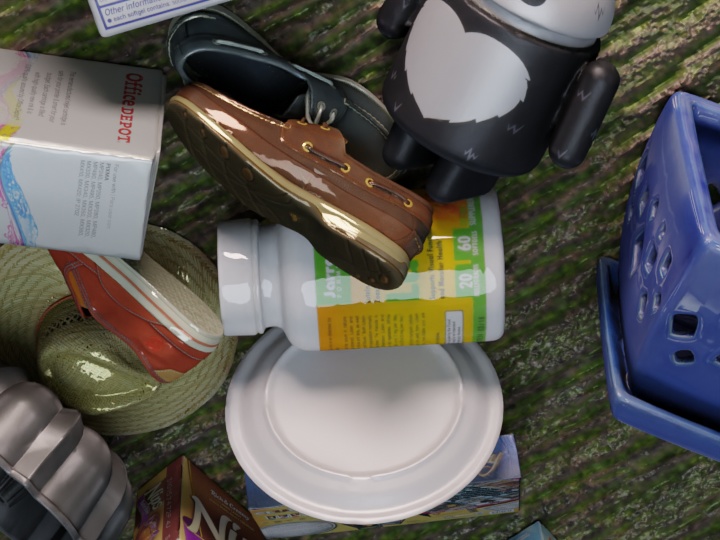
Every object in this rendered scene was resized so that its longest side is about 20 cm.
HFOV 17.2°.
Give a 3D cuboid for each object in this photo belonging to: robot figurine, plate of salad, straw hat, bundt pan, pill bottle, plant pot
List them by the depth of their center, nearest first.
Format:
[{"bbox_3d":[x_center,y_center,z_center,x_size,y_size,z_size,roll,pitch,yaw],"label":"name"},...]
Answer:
[{"bbox_3d":[0.090,-0.144,1.606,0.150,0.125,0.200,22,115,-13],"label":"robot figurine"},{"bbox_3d":[0.273,0.023,1.670,0.199,0.200,0.180,20,123,-13],"label":"plant pot"},{"bbox_3d":[0.000,0.000,1.689,0.199,0.111,0.111,-3,119,0],"label":"pill bottle"},{"bbox_3d":[0.003,0.103,1.707,0.199,0.201,0.048,-3,140,-1],"label":"plate of salad"},{"bbox_3d":[-0.243,0.134,1.726,0.076,0.202,0.202,-49,115,-20],"label":"bundt pan"},{"bbox_3d":[-0.189,0.062,1.731,0.200,0.085,0.202,-1,118,-1],"label":"straw hat"}]

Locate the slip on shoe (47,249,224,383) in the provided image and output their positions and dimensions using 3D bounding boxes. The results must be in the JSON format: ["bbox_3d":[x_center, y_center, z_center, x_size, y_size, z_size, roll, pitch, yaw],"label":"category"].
[{"bbox_3d":[-0.185,0.003,1.669,0.200,0.074,0.061,42,107,12],"label":"slip on shoe"}]

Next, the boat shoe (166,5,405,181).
[{"bbox_3d":[-0.049,-0.111,1.655,0.200,0.062,0.073,33,112,-18],"label":"boat shoe"}]

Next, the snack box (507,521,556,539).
[{"bbox_3d":[0.097,0.297,1.897,0.200,0.037,0.116,-35,115,16],"label":"snack box"}]

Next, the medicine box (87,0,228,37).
[{"bbox_3d":[-0.111,-0.279,1.538,0.182,0.103,0.201,-15,118,6],"label":"medicine box"}]

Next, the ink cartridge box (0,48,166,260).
[{"bbox_3d":[-0.237,-0.085,1.615,0.199,0.146,0.083,8,118,-6],"label":"ink cartridge box"}]

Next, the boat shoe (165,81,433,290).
[{"bbox_3d":[-0.040,-0.068,1.616,0.200,0.072,0.068,35,70,1],"label":"boat shoe"}]

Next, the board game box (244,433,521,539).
[{"bbox_3d":[0.019,0.163,1.775,0.199,0.136,0.035,-7,74,1],"label":"board game box"}]

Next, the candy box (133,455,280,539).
[{"bbox_3d":[-0.087,0.246,1.818,0.056,0.117,0.200,-38,113,17],"label":"candy box"}]
